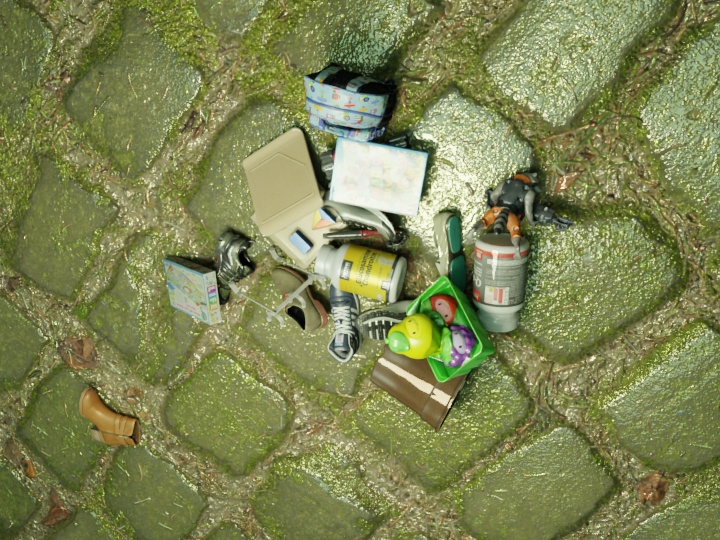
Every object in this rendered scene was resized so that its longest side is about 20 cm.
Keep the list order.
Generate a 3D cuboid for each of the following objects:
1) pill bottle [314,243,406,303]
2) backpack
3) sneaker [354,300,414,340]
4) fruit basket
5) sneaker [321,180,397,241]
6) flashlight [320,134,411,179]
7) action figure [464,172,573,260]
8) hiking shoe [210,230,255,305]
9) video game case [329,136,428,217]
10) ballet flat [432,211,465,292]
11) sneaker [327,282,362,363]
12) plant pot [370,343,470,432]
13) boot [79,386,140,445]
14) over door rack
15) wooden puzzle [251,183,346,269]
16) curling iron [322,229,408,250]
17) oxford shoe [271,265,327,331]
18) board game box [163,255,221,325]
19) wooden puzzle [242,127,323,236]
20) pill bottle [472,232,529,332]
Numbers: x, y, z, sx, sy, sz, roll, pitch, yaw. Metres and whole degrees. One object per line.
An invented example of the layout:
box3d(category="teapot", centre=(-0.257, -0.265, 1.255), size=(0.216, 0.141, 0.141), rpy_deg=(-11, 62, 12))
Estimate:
box3d(category="pill bottle", centre=(0.000, 0.000, 1.542), size=(0.200, 0.112, 0.112), rpy_deg=(14, 113, 12))
box3d(category="backpack", centre=(-0.031, -0.346, 1.373), size=(0.182, 0.200, 0.135), rpy_deg=(19, 111, 9))
box3d(category="sneaker", centre=(0.075, 0.110, 1.534), size=(0.200, 0.080, 0.074), rpy_deg=(-4, 107, -23))
box3d(category="fruit basket", centre=(0.160, 0.127, 1.411), size=(0.216, 0.216, 0.156), rpy_deg=(44, 118, -2))
box3d(category="sneaker", centre=(-0.003, -0.123, 1.507), size=(0.200, 0.074, 0.079), rpy_deg=(35, 85, 9))
box3d(category="flashlight", centre=(0.013, -0.257, 1.474), size=(0.200, 0.068, 0.068), rpy_deg=(-14, 103, 16))
box3d(category="action figure", centre=(0.332, -0.121, 1.363), size=(0.200, 0.194, 0.105), rpy_deg=(17, 157, 23))
box3d(category="hiking shoe", centre=(-0.320, 0.005, 1.663), size=(0.101, 0.076, 0.200), rpy_deg=(19, 113, 13))
box3d(category="video game case", centre=(0.038, -0.204, 1.438), size=(0.200, 0.018, 0.143), rpy_deg=(12, 110, 9))
box3d(category="ballet flat", centre=(0.199, -0.037, 1.505), size=(0.062, 0.067, 0.200), rpy_deg=(9, 111, 44))
box3d(category="sneaker", centre=(-0.045, 0.126, 1.604), size=(0.070, 0.109, 0.200), rpy_deg=(-6, 108, 18))
box3d(category="plant pot", centre=(0.142, 0.242, 1.552), size=(0.198, 0.200, 0.200), rpy_deg=(29, 115, 13))
box3d(category="boot", centre=(-0.735, 0.436, 1.949), size=(0.155, 0.077, 0.200), rpy_deg=(5, 113, 17))
box3d(category="over door rack", centre=(-0.192, 0.042, 1.572), size=(0.200, 0.148, 0.067), rpy_deg=(30, 153, 38))
box3d(category="wooden puzzle", centre=(-0.146, -0.121, 1.579), size=(0.185, 0.046, 0.200), rpy_deg=(44, 116, -2))
box3d(category="curling iron", centre=(0.011, -0.078, 1.536), size=(0.200, 0.050, 0.026), rpy_deg=(5, 144, 6))
box3d(category="oxford shoe", centre=(-0.163, 0.066, 1.611), size=(0.200, 0.075, 0.070), rpy_deg=(46, 129, 24))
box3d(category="board game box", centre=(-0.430, 0.048, 1.685), size=(0.200, 0.034, 0.135), rpy_deg=(17, 117, 43))
box3d(category="wooden puzzle", centre=(-0.179, -0.203, 1.533), size=(0.185, 0.037, 0.200), rpy_deg=(-26, 74, 28))
box3d(category="pill bottle", centre=(0.305, 0.026, 1.454), size=(0.116, 0.116, 0.200), rpy_deg=(5, 110, 15))
